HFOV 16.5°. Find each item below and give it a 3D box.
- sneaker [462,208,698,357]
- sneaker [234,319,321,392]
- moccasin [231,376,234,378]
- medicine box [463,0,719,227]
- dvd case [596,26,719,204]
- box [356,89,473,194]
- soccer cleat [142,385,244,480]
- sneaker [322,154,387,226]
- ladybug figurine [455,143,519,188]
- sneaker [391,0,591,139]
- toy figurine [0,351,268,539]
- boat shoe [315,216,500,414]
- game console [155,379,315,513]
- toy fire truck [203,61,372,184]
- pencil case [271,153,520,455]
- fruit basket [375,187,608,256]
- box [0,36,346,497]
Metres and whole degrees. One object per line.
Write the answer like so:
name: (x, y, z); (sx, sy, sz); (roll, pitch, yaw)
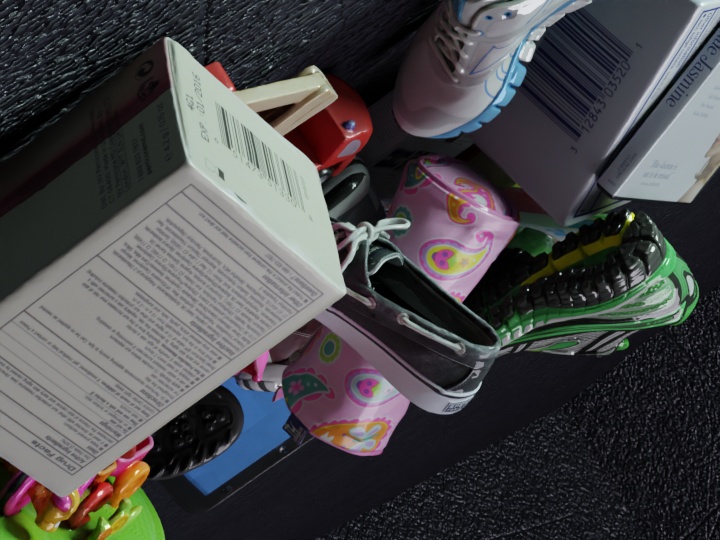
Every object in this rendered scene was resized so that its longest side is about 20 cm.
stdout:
sneaker: (0.126, 0.032, 1.598); (0.200, 0.085, 0.078); (-18, -139, 39)
sneaker: (-0.037, -0.013, 1.719); (0.075, 0.116, 0.200); (-1, -148, 27)
moccasin: (-0.149, 0.041, 1.687); (0.068, 0.081, 0.200); (-32, 157, 29)
medicine box: (0.189, -0.145, 1.583); (0.200, 0.103, 0.182); (-22, 149, -49)
dvd case: (0.237, -0.122, 1.546); (0.200, 0.018, 0.143); (-53, 158, 17)
box: (0.051, -0.104, 1.678); (0.200, 0.036, 0.144); (-34, 170, 15)
soccer cleat: (-0.168, 0.117, 1.691); (0.200, 0.068, 0.073); (-20, -177, 14)
sneaker: (-0.060, 0.015, 1.615); (0.200, 0.075, 0.116); (-35, 139, 2)
ladybug figurine: (0.110, -0.092, 1.806); (0.136, 0.072, 0.200); (-19, 162, -50)
sneaker: (0.070, -0.151, 1.446); (0.087, 0.075, 0.200); (-8, 148, -49)
toy figurine: (-0.135, 0.067, 1.417); (0.184, 0.150, 0.200); (-52, 169, 19)
boat shoe: (-0.001, 0.001, 1.498); (0.074, 0.199, 0.068); (-30, 157, -48)
game console: (-0.113, 0.099, 1.905); (0.200, 0.119, 0.172); (-36, 170, 15)
toy fire truck: (-0.058, -0.079, 1.418); (0.200, 0.049, 0.141); (-25, 166, -41)
pencil case: (0.022, 0.023, 1.585); (0.200, 0.087, 0.087); (-59, 162, 18)
fruit basket: (0.102, -0.008, 1.693); (0.185, 0.094, 0.200); (7, 171, 19)
box: (-0.126, 0.000, 1.273); (0.200, 0.109, 0.128); (-35, 129, 18)
